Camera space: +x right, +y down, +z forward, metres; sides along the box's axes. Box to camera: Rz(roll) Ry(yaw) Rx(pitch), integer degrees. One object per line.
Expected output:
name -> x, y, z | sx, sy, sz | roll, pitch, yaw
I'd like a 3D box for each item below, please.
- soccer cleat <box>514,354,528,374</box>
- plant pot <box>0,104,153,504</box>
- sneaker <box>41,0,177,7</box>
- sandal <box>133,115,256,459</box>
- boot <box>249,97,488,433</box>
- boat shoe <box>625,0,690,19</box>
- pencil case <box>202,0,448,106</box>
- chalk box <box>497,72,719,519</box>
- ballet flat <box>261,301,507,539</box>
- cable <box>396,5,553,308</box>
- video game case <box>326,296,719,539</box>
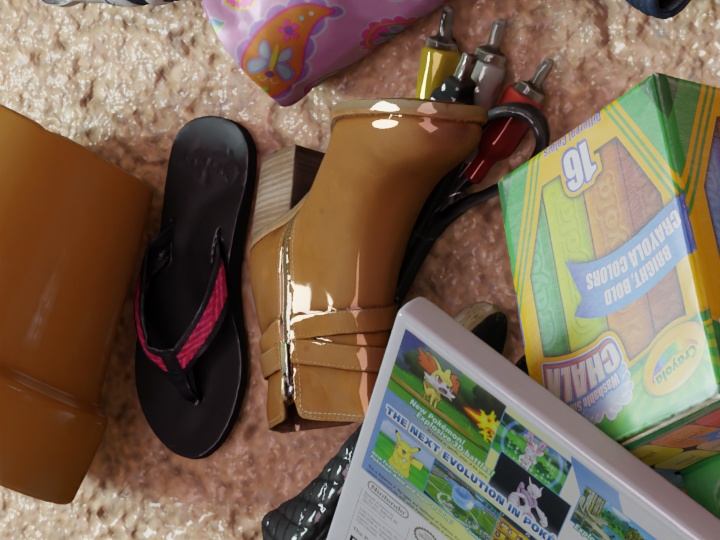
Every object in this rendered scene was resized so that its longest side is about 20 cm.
soccer cleat -> 0.092, 0.094, 0.955 | 0.199, 0.073, 0.068 | -34, 55, 4
plant pot -> -0.214, 0.007, 1.032 | 0.199, 0.200, 0.184 | 25, 84, 22
sneaker -> -0.168, -0.247, 1.055 | 0.129, 0.079, 0.201 | -11, 96, 16
sandal -> -0.102, 0.010, 1.046 | 0.075, 0.045, 0.202 | 6, 93, 24
boot -> 0.000, 0.000, 0.924 | 0.199, 0.076, 0.157 | -18, 68, 51
boat shoe -> 0.203, -0.206, 0.885 | 0.201, 0.084, 0.069 | -57, 37, 28
pencil case -> 0.011, -0.174, 0.973 | 0.199, 0.087, 0.088 | -34, 77, 21
chalk box -> 0.158, 0.032, 0.835 | 0.124, 0.123, 0.202 | -35, 55, 47
ballet flat -> 0.009, 0.092, 0.987 | 0.200, 0.066, 0.057 | -52, 54, 14
cable -> 0.046, -0.039, 0.988 | 0.097, 0.050, 0.201 | 32, 114, 23
video game case -> 0.076, 0.135, 0.843 | 0.200, 0.022, 0.183 | 37, 135, 23
